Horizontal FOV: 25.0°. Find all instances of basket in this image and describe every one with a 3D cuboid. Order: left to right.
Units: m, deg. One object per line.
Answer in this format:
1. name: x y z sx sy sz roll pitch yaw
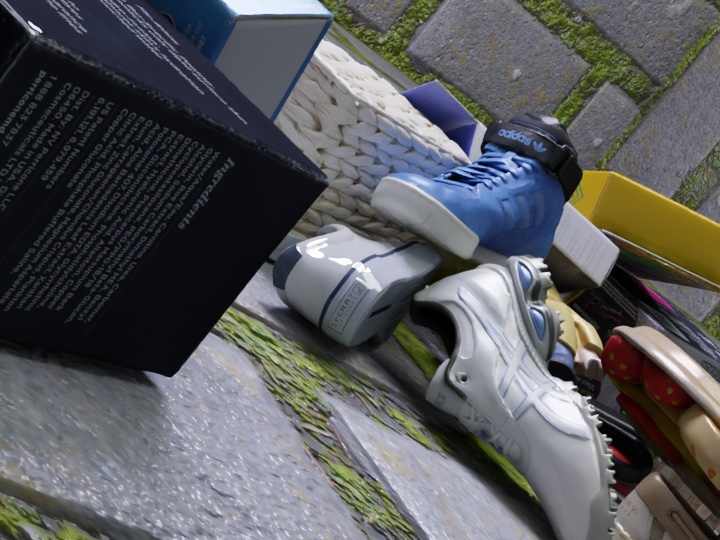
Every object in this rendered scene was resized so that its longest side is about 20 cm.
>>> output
1. basket: -0.031 -0.082 1.104 0.136 0.124 0.200 45 11 30

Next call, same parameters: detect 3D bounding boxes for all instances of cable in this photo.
1. cable: 0.143 0.113 1.199 0.199 0.051 0.097 27 20 -2

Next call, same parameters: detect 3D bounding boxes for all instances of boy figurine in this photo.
1. boy figurine: 0.110 0.048 1.140 0.123 0.065 0.200 13 17 1

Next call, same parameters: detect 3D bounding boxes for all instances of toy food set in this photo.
1. toy food set: 0.232 0.118 1.077 0.200 0.049 0.198 47 -1 38

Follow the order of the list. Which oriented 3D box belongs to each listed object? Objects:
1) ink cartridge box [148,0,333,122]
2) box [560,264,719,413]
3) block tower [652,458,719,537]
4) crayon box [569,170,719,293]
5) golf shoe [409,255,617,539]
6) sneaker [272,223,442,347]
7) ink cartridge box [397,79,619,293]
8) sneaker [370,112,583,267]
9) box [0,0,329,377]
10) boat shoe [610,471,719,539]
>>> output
1. ink cartridge box: -0.132 -0.132 0.820 0.200 0.146 0.083 46 32 21
2. box: 0.222 0.079 1.365 0.199 0.115 0.132 26 18 -50
3. block tower: 0.291 0.198 1.266 0.200 0.058 0.054 43 11 9
4. crayon box: 0.222 -0.033 1.317 0.125 0.052 0.200 25 -1 -13
5. golf shoe: 0.088 0.088 0.978 0.096 0.079 0.201 -8 56 -16
6. sneaker: 0.000 0.000 1.012 0.071 0.073 0.200 37 7 10
7. ink cartridge box: 0.069 -0.049 1.255 0.200 0.047 0.197 38 -22 -20
8. sneaker: 0.084 -0.062 1.071 0.076 0.112 0.199 27 2 34
9. box: -0.150 -0.073 0.644 0.197 0.118 0.200 45 12 29
10. boat shoe: 0.241 0.207 1.016 0.200 0.065 0.071 39 10 -7
